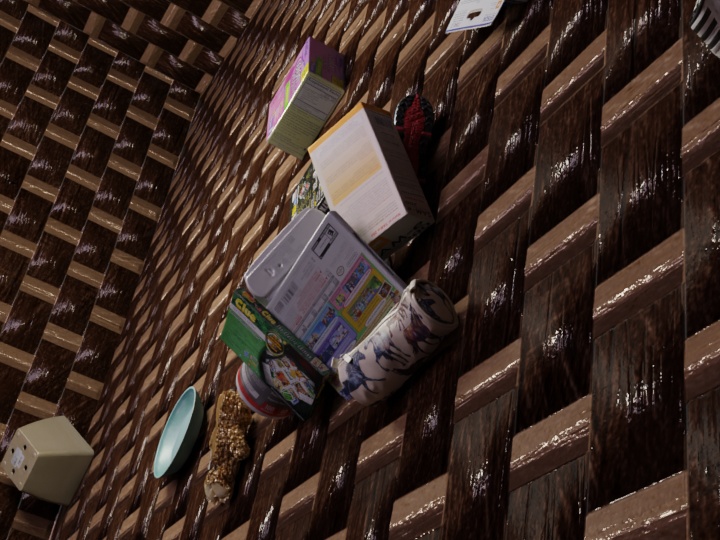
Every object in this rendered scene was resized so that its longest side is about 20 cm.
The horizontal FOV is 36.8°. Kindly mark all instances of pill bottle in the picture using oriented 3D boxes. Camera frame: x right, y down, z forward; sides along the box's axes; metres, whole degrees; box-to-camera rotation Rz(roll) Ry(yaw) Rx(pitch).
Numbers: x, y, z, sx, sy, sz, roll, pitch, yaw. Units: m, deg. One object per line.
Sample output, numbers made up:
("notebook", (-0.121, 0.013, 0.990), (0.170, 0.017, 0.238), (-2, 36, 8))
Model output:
("pill bottle", (-0.106, 0.133, 1.711), (0.201, 0.115, 0.117), (-52, 22, 34))

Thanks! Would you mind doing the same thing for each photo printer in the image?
("photo printer", (-0.101, -0.001, 1.734), (0.167, 0.069, 0.200), (-48, -15, -7))

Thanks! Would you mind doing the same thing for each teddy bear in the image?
("teddy bear", (-0.233, 0.319, 1.929), (0.146, 0.066, 0.203), (123, 155, -50))

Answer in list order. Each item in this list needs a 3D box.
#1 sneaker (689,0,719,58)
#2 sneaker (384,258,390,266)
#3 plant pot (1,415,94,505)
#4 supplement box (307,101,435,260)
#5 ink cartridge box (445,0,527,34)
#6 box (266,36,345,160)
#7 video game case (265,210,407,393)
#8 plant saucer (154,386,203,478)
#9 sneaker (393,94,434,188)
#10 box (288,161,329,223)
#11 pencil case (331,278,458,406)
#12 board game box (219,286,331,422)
("sneaker", (0.355, -0.231, 0.908), (0.200, 0.114, 0.077), (-26, 42, 61))
("sneaker", (0.000, 0.000, 1.673), (0.201, 0.073, 0.083), (-83, 17, -62))
("plant pot", (-0.958, 0.572, 3.261), (0.199, 0.176, 0.202), (37, 104, 35))
("supplement box", (0.014, -0.128, 1.604), (0.125, 0.073, 0.203), (-35, 62, 31))
("ink cartridge box", (0.219, -0.454, 1.667), (0.203, 0.040, 0.199), (-65, 19, 1))
("box", (-0.123, -0.386, 2.426), (0.201, 0.096, 0.177), (-53, 22, 30))
("video game case", (-0.031, 0.049, 1.565), (0.022, 0.182, 0.201), (-15, -34, -56))
("plant saucer", (-0.379, 0.348, 2.287), (0.201, 0.036, 0.201), (-54, 21, 31))
("sneaker", (0.071, -0.168, 1.702), (0.096, 0.078, 0.203), (99, -171, -74))
("box", (-0.084, -0.139, 2.091), (0.161, 0.049, 0.201), (-57, 21, 32))
("pencil case", (0.045, 0.093, 1.394), (0.200, 0.088, 0.079), (-50, 23, 37))
("board game box", (-0.131, 0.126, 1.632), (0.023, 0.200, 0.106), (-26, -30, -43))
